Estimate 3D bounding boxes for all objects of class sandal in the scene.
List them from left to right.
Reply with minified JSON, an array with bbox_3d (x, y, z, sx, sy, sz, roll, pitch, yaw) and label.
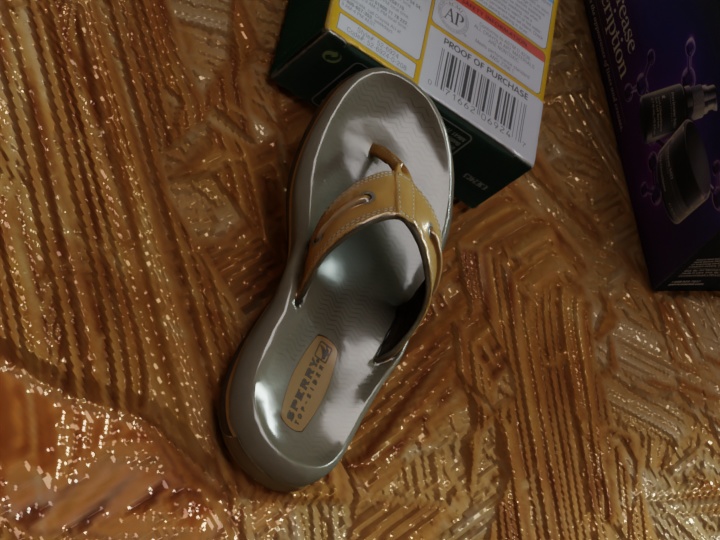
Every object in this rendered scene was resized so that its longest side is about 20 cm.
[{"bbox_3d":[0.000,0.000,0.883,0.080,0.054,0.201,33,59,-20],"label":"sandal"}]

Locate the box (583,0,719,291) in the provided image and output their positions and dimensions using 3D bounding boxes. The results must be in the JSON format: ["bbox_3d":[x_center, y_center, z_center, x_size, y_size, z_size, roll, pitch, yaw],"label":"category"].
[{"bbox_3d":[0.189,-0.109,1.062,0.078,0.141,0.202,1,64,-25],"label":"box"}]

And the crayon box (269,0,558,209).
[{"bbox_3d":[0.036,-0.145,1.021,0.125,0.051,0.201,31,49,-23],"label":"crayon box"}]
